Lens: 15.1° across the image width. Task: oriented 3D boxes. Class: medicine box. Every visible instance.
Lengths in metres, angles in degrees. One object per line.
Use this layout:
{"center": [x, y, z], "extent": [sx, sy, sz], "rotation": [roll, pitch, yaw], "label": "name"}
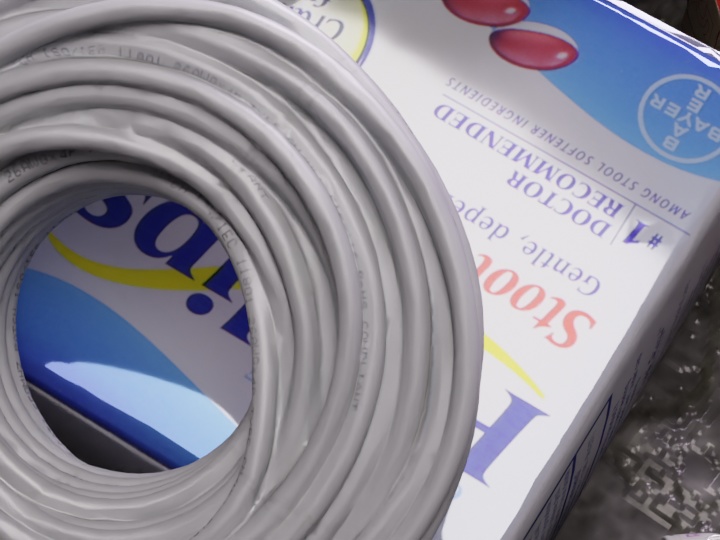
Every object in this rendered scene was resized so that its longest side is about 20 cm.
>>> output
{"center": [0.000, 0.000, 0.832], "extent": [0.181, 0.103, 0.201], "rotation": [29, 68, 11], "label": "medicine box"}

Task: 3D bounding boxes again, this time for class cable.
{"center": [-0.064, 0.020, 0.722], "extent": [0.199, 0.069, 0.201], "rotation": [35, 95, 9], "label": "cable"}

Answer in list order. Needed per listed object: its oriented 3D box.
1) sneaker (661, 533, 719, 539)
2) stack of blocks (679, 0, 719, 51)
{"center": [0.145, 0.108, 0.812], "extent": [0.199, 0.075, 0.100], "rotation": [-18, 63, -16], "label": "sneaker"}
{"center": [0.186, -0.015, 0.902], "extent": [0.114, 0.059, 0.201], "rotation": [-7, 59, -10], "label": "stack of blocks"}
